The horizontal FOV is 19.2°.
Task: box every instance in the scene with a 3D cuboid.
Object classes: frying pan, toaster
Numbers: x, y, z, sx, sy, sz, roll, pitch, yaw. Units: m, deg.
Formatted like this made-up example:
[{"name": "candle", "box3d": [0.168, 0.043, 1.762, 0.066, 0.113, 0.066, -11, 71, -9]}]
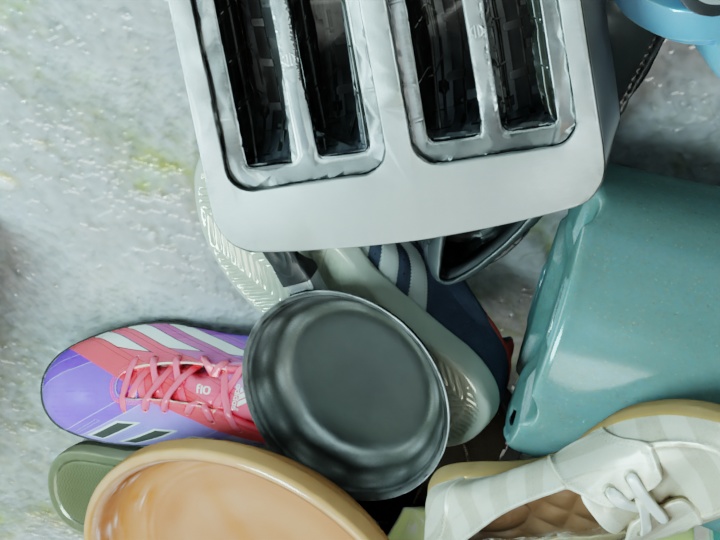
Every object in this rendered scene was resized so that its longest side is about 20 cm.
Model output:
[{"name": "frying pan", "box3d": [-0.031, 0.032, 1.058, 0.190, 0.031, 0.115, 49, 125, 0]}, {"name": "toaster", "box3d": [0.014, -0.104, 0.922, 0.179, 0.119, 0.201, -7, 106, 11]}]

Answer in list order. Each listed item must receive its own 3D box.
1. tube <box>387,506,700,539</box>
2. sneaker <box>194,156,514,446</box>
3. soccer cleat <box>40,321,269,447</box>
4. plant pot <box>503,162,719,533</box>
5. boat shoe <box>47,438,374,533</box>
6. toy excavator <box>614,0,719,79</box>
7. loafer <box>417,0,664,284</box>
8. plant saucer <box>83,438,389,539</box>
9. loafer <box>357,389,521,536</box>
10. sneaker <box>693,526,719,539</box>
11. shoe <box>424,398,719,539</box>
[{"name": "tube", "box3d": [0.097, 0.158, 1.194, 0.199, 0.052, 0.058, 4, 94, -27]}, {"name": "sneaker", "box3d": [0.000, 0.000, 1.098, 0.200, 0.085, 0.075, 47, 125, -3]}, {"name": "soccer cleat", "box3d": [-0.077, 0.064, 1.135, 0.198, 0.073, 0.069, 2, 91, 5]}, {"name": "plant pot", "box3d": [0.183, 0.043, 1.048, 0.195, 0.201, 0.201, 17, 132, 0]}, {"name": "boat shoe", "box3d": [-0.072, 0.125, 1.176, 0.199, 0.068, 0.075, 16, 114, 21]}, {"name": "toy excavator", "box3d": [0.205, -0.119, 0.950, 0.193, 0.100, 0.201, -17, 135, -8]}, {"name": "loafer", "box3d": [0.090, -0.070, 1.020, 0.068, 0.071, 0.201, 24, 128, -17]}, {"name": "plant saucer", "box3d": [-0.051, 0.164, 1.113, 0.199, 0.037, 0.201, 16, 130, 20]}, {"name": "loafer", "box3d": [0.006, 0.129, 1.197, 0.071, 0.073, 0.200, 10, 129, -45]}, {"name": "sneaker", "box3d": [0.233, 0.208, 1.173, 0.071, 0.201, 0.080, -5, 169, -19]}, {"name": "shoe", "box3d": [0.106, 0.111, 0.985, 0.199, 0.054, 0.070, -20, 122, 42]}]
